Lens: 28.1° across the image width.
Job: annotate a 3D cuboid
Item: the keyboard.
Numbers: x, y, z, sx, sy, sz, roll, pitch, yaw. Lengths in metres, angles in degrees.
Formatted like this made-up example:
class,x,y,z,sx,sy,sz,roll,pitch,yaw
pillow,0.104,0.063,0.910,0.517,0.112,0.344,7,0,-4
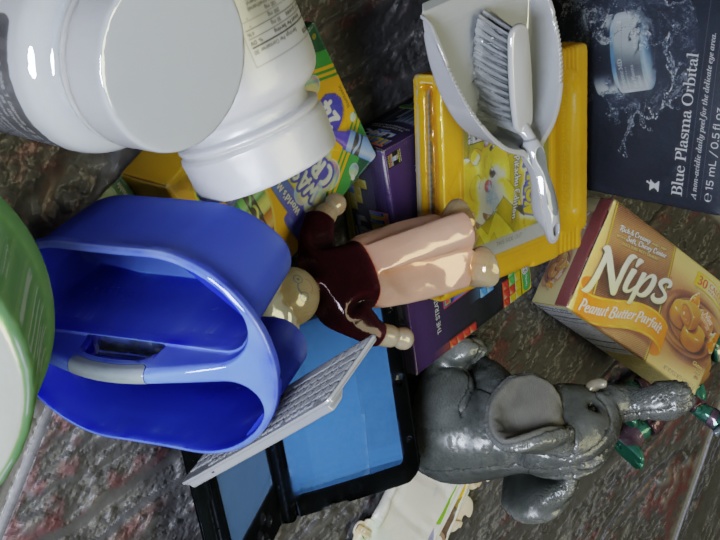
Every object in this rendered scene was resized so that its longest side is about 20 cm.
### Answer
class,x,y,z,sx,sy,sz,roll,pitch,yaw
keyboard,-0.053,0.089,0.883,0.011,0.200,0.056,39,54,-12

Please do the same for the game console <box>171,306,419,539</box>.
class,x,y,z,sx,sy,sz,roll,pitch,yaw
game console,-0.042,0.119,1.046,0.176,0.116,0.201,-61,146,-57

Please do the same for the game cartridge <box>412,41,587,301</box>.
class,x,y,z,sx,sy,sz,roll,pitch,yaw
game cartridge,0.119,-0.084,1.157,0.200,0.032,0.177,-19,113,-43

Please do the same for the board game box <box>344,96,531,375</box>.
class,x,y,z,sx,sy,sz,roll,pitch,yaw
board game box,0.065,-0.042,1.176,0.165,0.057,0.201,-35,127,-39

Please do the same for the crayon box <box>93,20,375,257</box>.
class,x,y,z,sx,sy,sz,roll,pitch,yaw
crayon box,-0.082,-0.063,1.000,0.200,0.051,0.126,-51,135,-25

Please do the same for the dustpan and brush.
class,x,y,z,sx,sy,sz,roll,pitch,yaw
dustpan and brush,0.117,-0.116,1.079,0.139,0.057,0.201,-30,121,-41

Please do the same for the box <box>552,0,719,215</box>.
class,x,y,z,sx,sy,sz,roll,pitch,yaw
box,0.266,-0.164,1.259,0.117,0.199,0.198,-11,110,-48

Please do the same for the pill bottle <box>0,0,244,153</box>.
class,x,y,z,sx,sy,sz,roll,pitch,yaw
pill bottle,-0.163,-0.124,0.766,0.114,0.199,0.114,-20,117,-45

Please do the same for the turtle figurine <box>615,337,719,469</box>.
class,x,y,z,sx,sy,sz,roll,pitch,yaw
turtle figurine,0.348,0.115,1.529,0.200,0.101,0.150,-34,111,-18

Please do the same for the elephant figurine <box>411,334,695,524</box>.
class,x,y,z,sx,sy,sz,roll,pitch,yaw
elephant figurine,0.143,0.132,1.184,0.141,0.199,0.156,17,92,-53

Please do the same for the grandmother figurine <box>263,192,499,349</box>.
class,x,y,z,sx,sy,sz,roll,pitch,yaw
grandmother figurine,0.000,0.000,1.010,0.199,0.122,0.061,-19,157,-35

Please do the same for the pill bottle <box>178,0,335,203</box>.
class,x,y,z,sx,sy,sz,roll,pitch,yaw
pill bottle,-0.095,-0.150,0.872,0.113,0.113,0.201,-36,112,-37

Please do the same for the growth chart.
class,x,y,z,sx,sy,sz,roll,pitch,yaw
growth chart,0.058,0.200,1.278,0.200,0.018,0.145,-57,138,-20

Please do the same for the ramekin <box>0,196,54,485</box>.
class,x,y,z,sx,sy,sz,roll,pitch,yaw
ramekin,-0.253,0.044,0.719,0.199,0.098,0.201,-4,113,-11

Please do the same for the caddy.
class,x,y,z,sx,sy,sz,roll,pitch,yaw
caddy,-0.129,0.036,0.873,0.105,0.199,0.142,-51,139,-50

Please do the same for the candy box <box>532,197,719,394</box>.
class,x,y,z,sx,sy,sz,roll,pitch,yaw
candy box,0.269,0.026,1.397,0.200,0.055,0.116,32,76,-31
